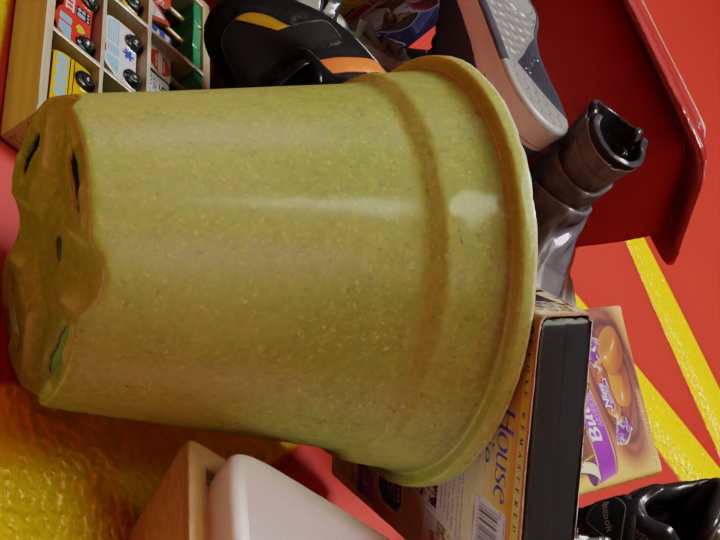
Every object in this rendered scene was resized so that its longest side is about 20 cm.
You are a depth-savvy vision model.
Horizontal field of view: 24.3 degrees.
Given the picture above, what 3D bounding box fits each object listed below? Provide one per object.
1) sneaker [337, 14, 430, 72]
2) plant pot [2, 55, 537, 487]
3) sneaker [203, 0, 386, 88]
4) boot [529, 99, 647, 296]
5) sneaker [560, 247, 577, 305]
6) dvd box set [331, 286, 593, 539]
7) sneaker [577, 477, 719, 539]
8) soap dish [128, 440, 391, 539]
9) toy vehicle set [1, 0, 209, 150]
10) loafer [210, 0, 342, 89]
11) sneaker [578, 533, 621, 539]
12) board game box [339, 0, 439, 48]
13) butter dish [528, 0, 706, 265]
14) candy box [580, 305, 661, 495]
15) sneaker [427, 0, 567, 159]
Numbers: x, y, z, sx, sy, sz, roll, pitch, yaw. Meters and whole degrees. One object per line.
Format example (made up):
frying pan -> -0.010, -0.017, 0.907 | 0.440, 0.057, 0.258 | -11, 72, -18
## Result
sneaker -> 0.025, -0.108, 1.149 | 0.200, 0.074, 0.089 | 8, 61, -51
plant pot -> -0.052, -0.003, 0.733 | 0.184, 0.200, 0.201 | 3, 55, -27
sneaker -> -0.004, -0.082, 0.908 | 0.200, 0.070, 0.090 | 43, 3, -3
boot -> 0.107, -0.024, 0.962 | 0.070, 0.132, 0.200 | 34, 27, -14
sneaker -> 0.114, -0.027, 1.209 | 0.082, 0.075, 0.200 | 42, 31, -36
dvd box set -> 0.041, 0.063, 0.792 | 0.029, 0.200, 0.147 | -4, 105, -24
sneaker -> 0.221, 0.206, 1.112 | 0.199, 0.114, 0.076 | 44, 31, -33
soap dish -> -0.020, 0.186, 0.726 | 0.200, 0.081, 0.158 | 38, 33, -38
toy vehicle set -> -0.132, -0.112, 0.905 | 0.124, 0.026, 0.200 | 39, 32, -37
loafer -> -0.054, -0.124, 1.016 | 0.068, 0.070, 0.201 | 26, 53, -17
sneaker -> 0.113, 0.201, 0.979 | 0.200, 0.078, 0.090 | 26, 52, -45
board game box -> 0.044, -0.213, 1.135 | 0.135, 0.200, 0.034 | 6, 52, -60
butter dish -> 0.135, -0.098, 1.142 | 0.199, 0.148, 0.200 | 79, -11, -69
candy box -> 0.111, 0.088, 1.053 | 0.200, 0.056, 0.117 | -4, 78, -53
sneaker -> 0.046, -0.115, 1.061 | 0.077, 0.146, 0.203 | 33, 32, -30
